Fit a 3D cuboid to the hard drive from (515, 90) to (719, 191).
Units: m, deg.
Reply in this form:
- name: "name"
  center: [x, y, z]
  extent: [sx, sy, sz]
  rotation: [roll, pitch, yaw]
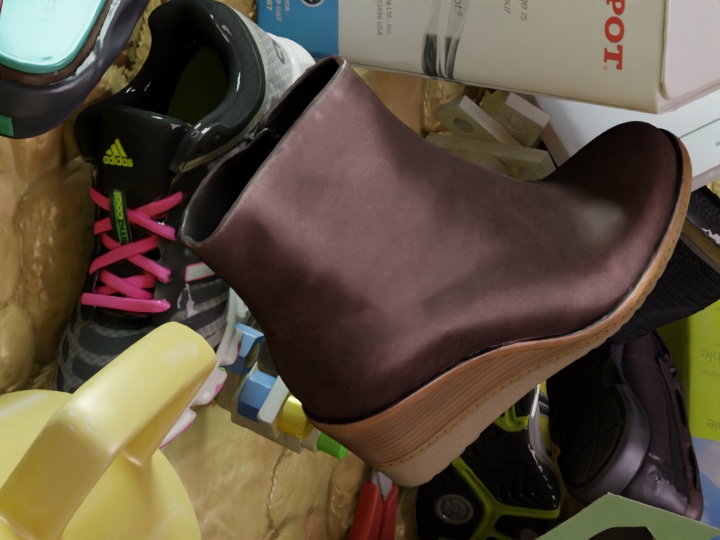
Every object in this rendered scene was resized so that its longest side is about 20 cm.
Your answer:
- name: "hard drive"
  center: [0.116, -0.131, 1.208]
  extent: [0.132, 0.200, 0.027]
  rotation: [-25, 166, -14]

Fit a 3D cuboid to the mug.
- name: "mug"
  center: [-0.116, 0.112, 0.949]
  extent: [0.153, 0.186, 0.150]
  rotation: [-39, 111, -59]

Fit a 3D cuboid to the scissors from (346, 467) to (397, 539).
- name: "scissors"
  center: [0.009, 0.102, 1.303]
  extent: [0.073, 0.014, 0.200]
  rotation: [-12, 110, -58]

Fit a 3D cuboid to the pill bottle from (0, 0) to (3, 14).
- name: "pill bottle"
  center: [-0.177, -0.042, 0.848]
  extent: [0.110, 0.109, 0.200]
  rotation: [14, 88, -60]

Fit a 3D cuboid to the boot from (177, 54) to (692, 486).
- name: "boot"
  center: [0.037, -0.027, 1.065]
  extent: [0.200, 0.072, 0.166]
  rotation: [-47, 127, -15]

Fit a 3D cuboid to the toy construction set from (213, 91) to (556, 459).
- name: "toy construction set"
  center: [0.000, 0.000, 1.164]
  extent: [0.200, 0.092, 0.131]
  rotation: [-43, 157, -23]

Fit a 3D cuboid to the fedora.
- name: "fedora"
  center: [0.130, -0.020, 1.346]
  extent: [0.092, 0.201, 0.201]
  rotation: [-48, 149, 8]

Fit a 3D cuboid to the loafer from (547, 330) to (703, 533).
- name: "loafer"
  center: [0.137, 0.077, 1.383]
  extent: [0.072, 0.063, 0.200]
  rotation: [-52, -167, 20]

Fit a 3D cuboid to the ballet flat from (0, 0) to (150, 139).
- name: "ballet flat"
  center: [-0.097, -0.127, 1.010]
  extent: [0.200, 0.073, 0.073]
  rotation: [-65, 148, -33]

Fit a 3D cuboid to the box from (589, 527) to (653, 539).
- name: "box"
  center: [0.162, 0.203, 1.446]
  extent: [0.200, 0.132, 0.115]
  rotation: [-58, 170, -31]

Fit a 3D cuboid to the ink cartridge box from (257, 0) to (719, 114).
- name: "ink cartridge box"
  center: [0.059, -0.155, 1.118]
  extent: [0.086, 0.200, 0.147]
  rotation: [-23, 119, -55]

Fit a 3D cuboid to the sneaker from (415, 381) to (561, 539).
- name: "sneaker"
  center: [0.068, 0.074, 1.339]
  extent: [0.076, 0.075, 0.200]
  rotation: [-71, 165, -55]

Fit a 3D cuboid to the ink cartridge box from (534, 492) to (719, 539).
- name: "ink cartridge box"
  center: [0.073, 0.182, 1.281]
  extent: [0.145, 0.200, 0.048]
  rotation: [23, 40, -59]

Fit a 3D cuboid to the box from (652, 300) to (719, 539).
- name: "box"
  center: [0.217, 0.114, 1.411]
  extent: [0.048, 0.122, 0.200]
  rotation: [119, -19, -53]

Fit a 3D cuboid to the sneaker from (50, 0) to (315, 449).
- name: "sneaker"
  center: [-0.082, -0.024, 1.056]
  extent: [0.087, 0.074, 0.200]
  rotation: [46, 59, -50]
